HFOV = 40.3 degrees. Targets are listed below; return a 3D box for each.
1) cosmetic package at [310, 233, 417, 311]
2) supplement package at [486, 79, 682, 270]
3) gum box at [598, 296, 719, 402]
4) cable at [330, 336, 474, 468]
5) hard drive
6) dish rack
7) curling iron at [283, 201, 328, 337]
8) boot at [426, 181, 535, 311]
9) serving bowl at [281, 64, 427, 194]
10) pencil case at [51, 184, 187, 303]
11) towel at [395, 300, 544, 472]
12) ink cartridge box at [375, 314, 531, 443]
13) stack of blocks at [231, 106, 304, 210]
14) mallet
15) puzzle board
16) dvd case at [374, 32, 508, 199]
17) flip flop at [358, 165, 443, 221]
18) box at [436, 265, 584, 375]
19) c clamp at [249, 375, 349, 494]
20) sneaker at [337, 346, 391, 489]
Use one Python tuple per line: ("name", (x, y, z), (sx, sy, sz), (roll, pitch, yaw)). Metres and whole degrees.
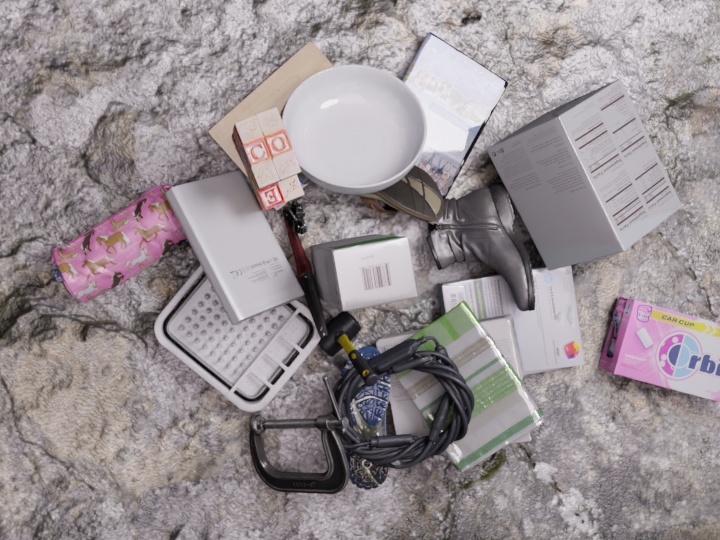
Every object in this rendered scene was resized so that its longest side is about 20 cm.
("cosmetic package", (0.000, 0.000, 1.340), (0.107, 0.200, 0.085), (-11, 96, -12))
("supplement package", (0.314, -0.131, 1.378), (0.150, 0.152, 0.201), (-32, 98, -33))
("gum box", (0.465, 0.118, 1.477), (0.199, 0.066, 0.114), (15, 92, -8))
("cable", (0.054, 0.191, 1.352), (0.199, 0.051, 0.164), (-30, 98, 5))
("hard drive", (-0.171, -0.034, 1.346), (0.132, 0.027, 0.201), (-22, 82, -48))
("dish rack", (-0.174, 0.083, 1.402), (0.200, 0.044, 0.172), (40, 88, -8))
("curling iron", (-0.079, -0.002, 1.392), (0.025, 0.050, 0.201), (-10, 83, -17))
("boot", (0.170, -0.020, 1.412), (0.131, 0.070, 0.201), (-17, 72, 1))
("serving bowl", (-0.009, -0.186, 1.362), (0.199, 0.066, 0.201), (1, 65, -2))
("pencil case", (-0.329, -0.039, 1.357), (0.200, 0.087, 0.083), (-32, 59, -5))
("towel", (0.145, 0.162, 1.374), (0.149, 0.031, 0.200), (-35, 83, 14))
("ink cartridge box", (0.136, 0.167, 1.410), (0.199, 0.045, 0.177), (-10, 94, 18))
("stack of blocks", (-0.122, -0.143, 1.302), (0.058, 0.200, 0.116), (-23, 96, -6))
("mallet", (-0.019, 0.119, 1.351), (0.066, 0.200, 0.041), (-40, 113, 7))
("puzzle board", (-0.096, -0.208, 1.411), (0.200, 0.017, 0.151), (-42, 99, -3))
("dvd case", (0.110, -0.224, 1.430), (0.142, 0.018, 0.201), (29, 89, -13))
("flip flop", (0.022, -0.117, 1.401), (0.199, 0.058, 0.081), (14, 57, 2))
("box", (0.223, 0.080, 1.456), (0.199, 0.041, 0.157), (-10, 95, -6))
("c clamp", (-0.087, 0.236, 1.373), (0.199, 0.027, 0.172), (-15, 101, 37))
("sneaker", (0.004, 0.207, 1.414), (0.077, 0.085, 0.201), (2, 92, 1))
